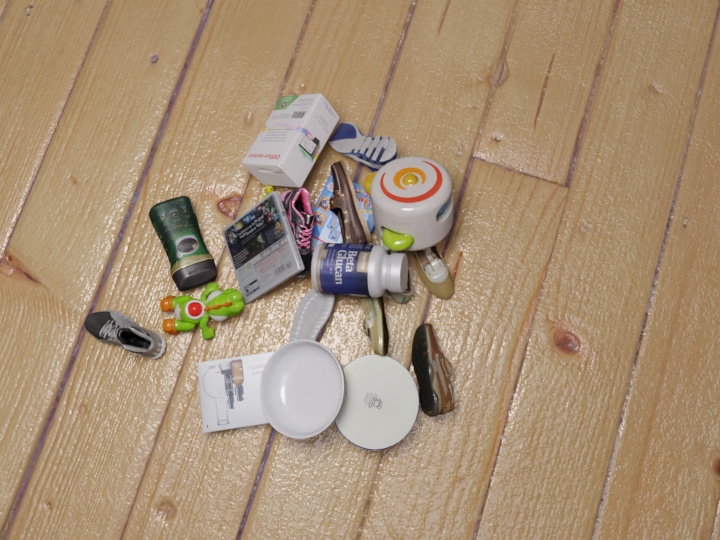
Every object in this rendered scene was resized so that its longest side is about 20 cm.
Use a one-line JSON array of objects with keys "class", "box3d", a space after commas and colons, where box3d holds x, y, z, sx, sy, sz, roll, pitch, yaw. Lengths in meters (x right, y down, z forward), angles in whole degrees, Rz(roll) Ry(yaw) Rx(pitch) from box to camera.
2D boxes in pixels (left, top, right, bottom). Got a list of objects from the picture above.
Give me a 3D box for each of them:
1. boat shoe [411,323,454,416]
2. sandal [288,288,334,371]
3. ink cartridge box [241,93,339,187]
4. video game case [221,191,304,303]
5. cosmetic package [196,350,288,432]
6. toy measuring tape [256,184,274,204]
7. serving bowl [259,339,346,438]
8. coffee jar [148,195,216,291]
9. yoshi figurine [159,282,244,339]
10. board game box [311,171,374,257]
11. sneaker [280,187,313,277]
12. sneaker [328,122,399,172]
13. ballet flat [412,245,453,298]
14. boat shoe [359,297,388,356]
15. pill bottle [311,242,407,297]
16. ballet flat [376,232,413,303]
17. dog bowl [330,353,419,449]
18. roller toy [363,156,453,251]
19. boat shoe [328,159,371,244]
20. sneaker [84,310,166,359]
[{"class": "boat shoe", "box3d": [0.164, 0.221, 1.499, 0.072, 0.075, 0.205, 4, 69, -27]}, {"class": "sandal", "box3d": [-0.116, 0.129, 1.527, 0.081, 0.050, 0.207, 20, 79, 21]}, {"class": "ink cartridge box", "box3d": [-0.158, -0.295, 1.537, 0.143, 0.084, 0.203, 9, 64, 42]}, {"class": "video game case", "box3d": [-0.221, -0.048, 1.512, 0.198, 0.023, 0.186, -29, 77, 37]}, {"class": "cosmetic package", "box3d": [-0.256, 0.267, 1.500, 0.194, 0.052, 0.155, -8, 82, -1]}, {"class": "toy measuring tape", "box3d": [-0.199, -0.106, 1.559, 0.072, 0.074, 0.206, -10, 79, -1]}, {"class": "serving bowl", "box3d": [-0.114, 0.251, 1.433, 0.195, 0.066, 0.206, -5, 75, 21]}, {"class": "coffee jar", "box3d": [-0.402, -0.059, 1.540, 0.102, 0.085, 0.204, -19, 79, -22]}, {"class": "yoshi figurine", "box3d": [-0.344, 0.086, 1.527, 0.195, 0.114, 0.113, -11, 38, 13]}, {"class": "board game box", "box3d": [-0.046, -0.107, 1.573, 0.149, 0.037, 0.204, 26, 82, 6]}, {"class": "sneaker", "box3d": [-0.134, -0.089, 1.499, 0.077, 0.095, 0.206, 0, 78, -37]}, {"class": "sneaker", "box3d": [0.021, -0.266, 1.583, 0.197, 0.115, 0.081, 27, 76, 35]}, {"class": "ballet flat", "box3d": [0.153, -0.029, 1.543, 0.068, 0.063, 0.203, -28, 81, -6]}, {"class": "boat shoe", "box3d": [0.022, 0.099, 1.497, 0.061, 0.074, 0.205, -13, 58, 7]}, {"class": "pill bottle", "box3d": [0.000, 0.000, 1.463, 0.194, 0.111, 0.114, 3, 79, 16]}, {"class": "ballet flat", "box3d": [0.082, -0.029, 1.543, 0.068, 0.070, 0.205, -13, 79, -2]}, {"class": "dog bowl", "box3d": [0.031, 0.286, 1.478, 0.194, 0.079, 0.206, 0, 80, 1]}, {"class": "roller toy", "box3d": [0.112, -0.153, 1.471, 0.178, 0.142, 0.202, -17, 47, -6]}, {"class": "boat shoe", "box3d": [-0.037, -0.147, 1.526, 0.069, 0.070, 0.205, -18, 80, -6]}, {"class": "sneaker", "box3d": [-0.531, 0.133, 1.494, 0.195, 0.116, 0.077, 19, 80, 4]}]
